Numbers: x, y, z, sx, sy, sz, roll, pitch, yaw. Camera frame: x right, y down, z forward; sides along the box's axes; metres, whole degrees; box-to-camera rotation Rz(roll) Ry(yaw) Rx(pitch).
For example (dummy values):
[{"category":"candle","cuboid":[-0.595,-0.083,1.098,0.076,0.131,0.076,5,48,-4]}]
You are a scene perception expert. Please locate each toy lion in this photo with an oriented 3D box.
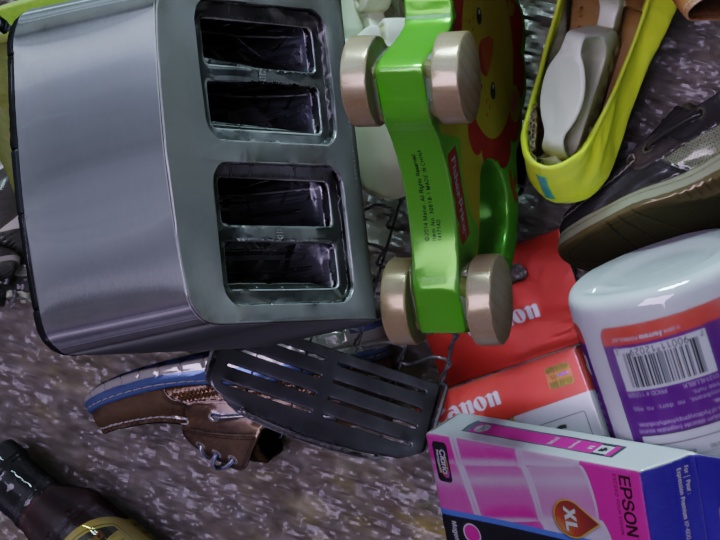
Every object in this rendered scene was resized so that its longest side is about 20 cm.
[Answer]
[{"category":"toy lion","cuboid":[0.054,-0.083,1.448,0.068,0.192,0.201,-1,114,19]}]

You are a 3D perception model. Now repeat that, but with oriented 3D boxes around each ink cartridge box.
[{"category":"ink cartridge box","cuboid":[0.094,0.088,1.544,0.109,0.050,0.201,-20,88,25]},{"category":"ink cartridge box","cuboid":[0.124,0.136,1.445,0.199,0.037,0.095,6,114,42]}]

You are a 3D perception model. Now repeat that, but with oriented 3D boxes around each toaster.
[{"category":"toaster","cuboid":[-0.088,-0.053,1.379,0.118,0.199,0.182,-11,83,38]}]

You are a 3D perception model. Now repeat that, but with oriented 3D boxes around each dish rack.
[{"category":"dish rack","cuboid":[0.000,0.000,1.516,0.153,0.055,0.201,18,75,-9]}]

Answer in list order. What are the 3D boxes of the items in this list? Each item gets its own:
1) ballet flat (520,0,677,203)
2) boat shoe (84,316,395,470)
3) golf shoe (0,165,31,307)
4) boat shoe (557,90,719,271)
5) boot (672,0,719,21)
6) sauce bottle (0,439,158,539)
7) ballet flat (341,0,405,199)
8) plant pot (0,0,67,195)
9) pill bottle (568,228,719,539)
[{"category":"ballet flat","cuboid":[0.132,-0.135,1.475,0.067,0.067,0.201,15,87,26]},{"category":"boat shoe","cuboid":[-0.073,0.081,1.608,0.199,0.072,0.073,-12,91,25]},{"category":"golf shoe","cuboid":[-0.283,-0.022,1.705,0.199,0.077,0.089,-3,74,22]},{"category":"boat shoe","cuboid":[0.191,-0.061,1.484,0.200,0.072,0.066,-29,53,36]},{"category":"boot","cuboid":[0.144,-0.194,1.427,0.199,0.074,0.155,-15,64,-6]},{"category":"sauce bottle","cuboid":[-0.157,0.181,1.659,0.200,0.066,0.066,36,108,17]},{"category":"ballet flat","cuboid":[0.007,-0.141,1.489,0.069,0.069,0.201,-19,69,24]},{"category":"plant pot","cuboid":[-0.130,-0.073,1.570,0.199,0.200,0.185,-9,102,25]},{"category":"pill bottle","cuboid":[0.192,0.088,1.459,0.111,0.111,0.201,-13,103,25]}]
